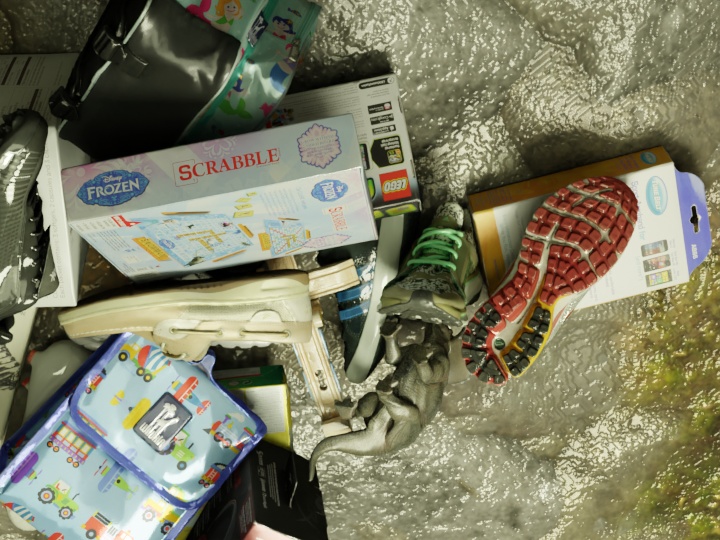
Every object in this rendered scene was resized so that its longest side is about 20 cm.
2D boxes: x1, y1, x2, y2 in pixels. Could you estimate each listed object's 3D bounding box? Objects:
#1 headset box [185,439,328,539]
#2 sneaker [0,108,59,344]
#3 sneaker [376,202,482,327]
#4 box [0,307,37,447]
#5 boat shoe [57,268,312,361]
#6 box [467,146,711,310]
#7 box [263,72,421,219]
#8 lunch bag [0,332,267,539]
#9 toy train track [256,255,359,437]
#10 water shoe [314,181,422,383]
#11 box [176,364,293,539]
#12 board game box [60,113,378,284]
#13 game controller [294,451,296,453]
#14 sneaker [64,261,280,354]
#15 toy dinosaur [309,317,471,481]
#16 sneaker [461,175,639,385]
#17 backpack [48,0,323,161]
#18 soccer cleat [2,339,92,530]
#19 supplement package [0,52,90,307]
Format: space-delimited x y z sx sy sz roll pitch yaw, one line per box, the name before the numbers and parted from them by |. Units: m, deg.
headset box | -0.098 0.247 1.159 0.074 0.149 0.201 26 107 -16
sneaker | -0.248 -0.024 0.978 0.090 0.067 0.201 22 119 -19
sneaker | 0.059 -0.010 1.120 0.076 0.200 0.090 6 101 8
box | -0.334 0.086 1.197 0.081 0.069 0.202 14 116 -11
boat shoe | -0.135 0.041 1.082 0.197 0.072 0.066 -7 98 -9
box | 0.200 -0.030 1.195 0.198 0.042 0.120 -15 118 1
box | -0.057 -0.084 1.112 0.198 0.035 0.111 -11 78 2
lunch bag | -0.186 0.142 1.155 0.150 0.094 0.200 41 98 -16
toy train track | -0.045 0.059 1.155 0.113 0.033 0.202 -16 113 4
water shoe | 0.000 0.000 1.190 0.078 0.072 0.202 19 116 13
box | -0.116 0.188 1.239 0.116 0.048 0.202 -4 109 -6
board game box | -0.091 -0.046 0.987 0.197 0.200 0.042 -10 78 1
game controller | -0.161 0.183 1.287 0.198 0.042 0.105 16 130 -12
sneaker | -0.156 0.024 1.188 0.197 0.075 0.083 -6 106 -9
toy dinosaur | 0.036 0.110 1.168 0.201 0.076 0.102 -58 138 -17
sneaker | 0.155 0.004 1.153 0.078 0.082 0.200 41 96 8
backpack | -0.117 -0.174 0.998 0.150 0.202 0.177 27 138 -20
soccer cleat | -0.271 0.157 1.231 0.077 0.069 0.202 26 116 21
supplement package | -0.317 -0.070 1.068 0.197 0.151 0.153 -2 119 -3
